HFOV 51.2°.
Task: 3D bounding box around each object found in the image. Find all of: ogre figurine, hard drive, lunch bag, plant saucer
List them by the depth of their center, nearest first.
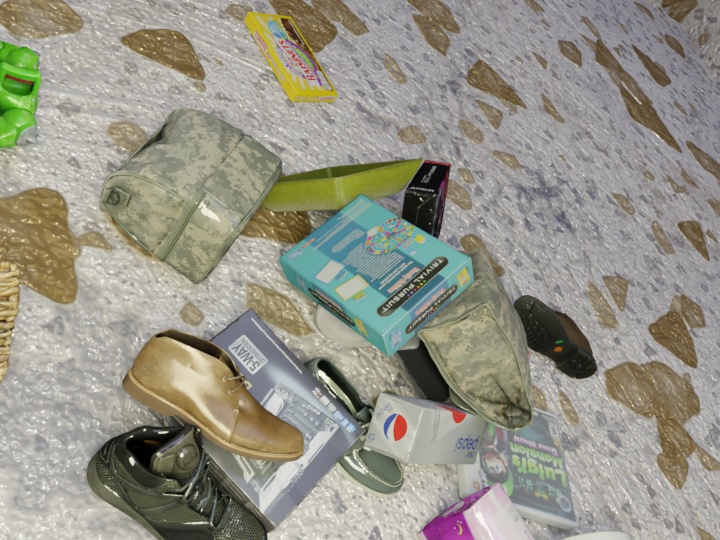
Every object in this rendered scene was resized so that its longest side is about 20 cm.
[{"bbox_3d":[-0.445,-0.211,0.891,0.120,0.098,0.200,2,43,-25],"label":"ogre figurine"},{"bbox_3d":[-0.215,-0.108,0.958,0.168,0.139,0.200,36,40,-10],"label":"lunch bag"},{"bbox_3d":[0.161,0.098,0.996,0.200,0.117,0.164,57,20,-21],"label":"lunch bag"},{"bbox_3d":[0.105,0.090,1.089,0.135,0.042,0.200,58,30,-24],"label":"hard drive"},{"bbox_3d":[-0.038,-0.124,1.116,0.200,0.200,0.048,-20,106,-47],"label":"plant saucer"}]

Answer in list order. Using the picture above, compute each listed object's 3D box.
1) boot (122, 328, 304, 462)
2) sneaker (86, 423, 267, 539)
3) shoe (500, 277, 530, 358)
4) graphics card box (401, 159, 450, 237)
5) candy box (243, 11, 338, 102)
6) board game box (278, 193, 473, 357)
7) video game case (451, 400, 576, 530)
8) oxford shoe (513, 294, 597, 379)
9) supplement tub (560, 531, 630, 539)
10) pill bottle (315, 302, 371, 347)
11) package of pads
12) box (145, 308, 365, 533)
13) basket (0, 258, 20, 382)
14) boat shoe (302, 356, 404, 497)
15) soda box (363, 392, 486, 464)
[{"bbox_3d":[-0.137,0.130,0.769,0.200,0.076,0.074,29,9,-10],"label":"boot"},{"bbox_3d":[-0.164,0.222,0.739,0.199,0.114,0.076,39,42,-9],"label":"sneaker"},{"bbox_3d":[0.222,0.093,1.213,0.091,0.071,0.200,59,18,-24],"label":"shoe"},{"bbox_3d":[0.101,-0.091,1.180,0.051,0.126,0.200,11,22,10],"label":"graphics card box"},{"bbox_3d":[-0.126,-0.386,1.362,0.102,0.026,0.200,-13,65,-42],"label":"candy box"},{"bbox_3d":[0.017,0.000,0.950,0.151,0.047,0.200,-39,51,-20],"label":"board game box"},{"bbox_3d":[0.221,0.266,1.091,0.200,0.023,0.182,23,44,-23],"label":"video game case"},{"bbox_3d":[0.325,0.100,1.283,0.200,0.073,0.084,43,34,-26],"label":"oxford shoe"},{"bbox_3d":[0.300,0.438,0.915,0.140,0.140,0.200,16,47,-29],"label":"supplement tub"},{"bbox_3d":[0.000,0.000,1.066,0.111,0.111,0.200,26,43,-20],"label":"pill bottle"},{"bbox_3d":[0.167,0.365,0.884,0.076,0.121,0.200,-16,68,-46],"label":"package of pads"},{"bbox_3d":[-0.117,0.166,0.849,0.200,0.050,0.158,47,53,3],"label":"box"},{"bbox_3d":[-0.437,0.051,0.697,0.200,0.149,0.143,8,85,-35],"label":"basket"},{"bbox_3d":[-0.010,0.192,0.930,0.200,0.062,0.073,50,39,7],"label":"boat shoe"},{"bbox_3d":[0.087,0.198,0.932,0.200,0.063,0.068,24,82,-56],"label":"soda box"}]
